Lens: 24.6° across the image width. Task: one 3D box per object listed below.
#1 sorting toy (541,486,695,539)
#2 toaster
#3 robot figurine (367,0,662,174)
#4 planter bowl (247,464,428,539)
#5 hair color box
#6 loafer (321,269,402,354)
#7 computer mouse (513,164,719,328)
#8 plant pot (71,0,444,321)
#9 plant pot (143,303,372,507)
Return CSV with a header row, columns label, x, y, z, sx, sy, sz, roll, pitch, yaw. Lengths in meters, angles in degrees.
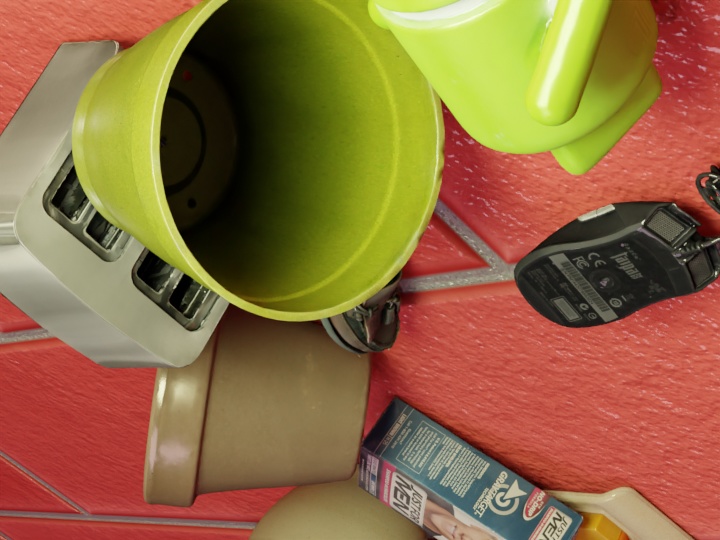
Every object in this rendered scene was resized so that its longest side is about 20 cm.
label,x,y,z,sx,sy,sz,roll,pitch,yaw
sorting toy,0.224,0.258,1.514,0.185,0.037,0.199,40,152,-24
toaster,-0.176,-0.038,1.156,0.181,0.201,0.118,42,155,-29
robot figurine,0.072,-0.139,0.817,0.200,0.116,0.175,48,177,-39
planter bowl,-0.009,0.279,1.663,0.199,0.135,0.201,24,155,12
hair color box,0.094,0.206,1.473,0.199,0.061,0.100,31,155,15
loafer,0.000,0.000,1.211,0.062,0.072,0.201,6,146,26
computer mouse,0.202,0.001,1.045,0.140,0.046,0.199,42,140,-20
plant pot,-0.084,-0.080,1.024,0.200,0.201,0.192,42,161,-30
plant pot,-0.083,0.109,1.387,0.173,0.202,0.201,9,155,-4
